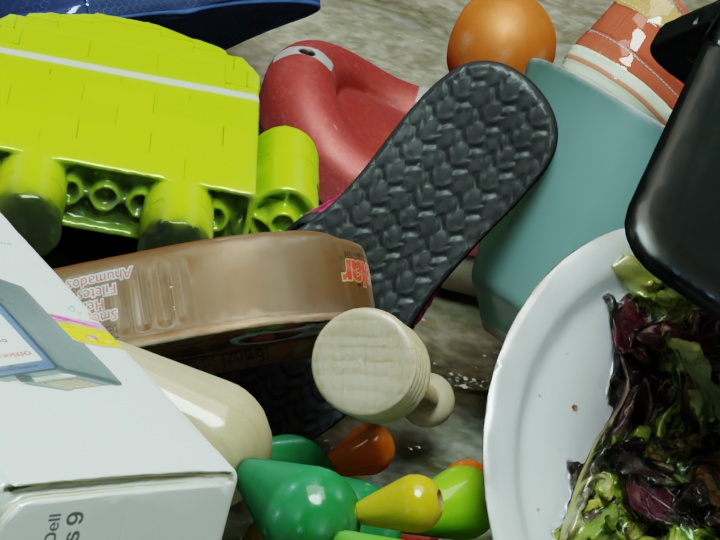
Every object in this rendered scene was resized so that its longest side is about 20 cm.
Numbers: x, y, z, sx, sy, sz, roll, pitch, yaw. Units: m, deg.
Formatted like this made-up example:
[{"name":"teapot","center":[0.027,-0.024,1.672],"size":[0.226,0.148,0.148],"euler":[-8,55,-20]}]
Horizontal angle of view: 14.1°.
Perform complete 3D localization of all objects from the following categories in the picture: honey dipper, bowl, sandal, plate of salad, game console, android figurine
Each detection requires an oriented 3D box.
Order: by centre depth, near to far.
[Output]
[{"name":"plate of salad","center":[0.132,0.077,1.048],"size":[0.199,0.202,0.048],"euler":[-4,-12,-32]},{"name":"game console","center":[0.180,0.002,1.053],"size":[0.199,0.117,0.176],"euler":[35,-7,-7]},{"name":"honey dipper","center":[0.013,0.043,1.086],"size":[0.038,0.038,0.200],"euler":[18,-5,9]},{"name":"sandal","center":[0.000,0.000,1.152],"size":[0.075,0.200,0.045],"euler":[46,3,2]},{"name":"bowl","center":[0.124,0.011,1.197],"size":[0.200,0.105,0.201],"euler":[33,1,-1]},{"name":"android figurine","center":[-0.105,-0.056,1.227],"size":[0.181,0.041,0.200],"euler":[9,27,-8]}]

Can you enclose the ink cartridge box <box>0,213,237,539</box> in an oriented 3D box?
[{"name":"ink cartridge box","center":[-0.134,0.078,0.935],"size":[0.087,0.146,0.200],"euler":[-2,29,-33]}]

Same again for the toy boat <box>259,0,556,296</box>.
[{"name":"toy boat","center":[0.052,-0.068,1.338],"size":[0.199,0.132,0.131],"euler":[14,25,0]}]

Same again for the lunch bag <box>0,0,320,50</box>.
[{"name":"lunch bag","center":[-0.117,-0.172,1.406],"size":[0.199,0.133,0.135],"euler":[-10,-4,-41]}]

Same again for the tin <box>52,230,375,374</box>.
[{"name":"tin","center":[-0.091,0.021,1.076],"size":[0.199,0.042,0.112],"euler":[-11,-5,15]}]

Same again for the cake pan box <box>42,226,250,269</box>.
[{"name":"cake pan box","center":[-0.130,-0.016,1.239],"size":[0.183,0.053,0.200],"euler":[4,28,-15]}]

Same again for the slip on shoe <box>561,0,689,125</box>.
[{"name":"slip on shoe","center":[0.157,-0.065,1.297],"size":[0.074,0.061,0.200],"euler":[31,-3,40]}]

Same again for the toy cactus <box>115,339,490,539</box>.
[{"name":"toy cactus","center":[-0.026,0.085,1.013],"size":[0.164,0.103,0.200],"euler":[31,11,-6]}]
